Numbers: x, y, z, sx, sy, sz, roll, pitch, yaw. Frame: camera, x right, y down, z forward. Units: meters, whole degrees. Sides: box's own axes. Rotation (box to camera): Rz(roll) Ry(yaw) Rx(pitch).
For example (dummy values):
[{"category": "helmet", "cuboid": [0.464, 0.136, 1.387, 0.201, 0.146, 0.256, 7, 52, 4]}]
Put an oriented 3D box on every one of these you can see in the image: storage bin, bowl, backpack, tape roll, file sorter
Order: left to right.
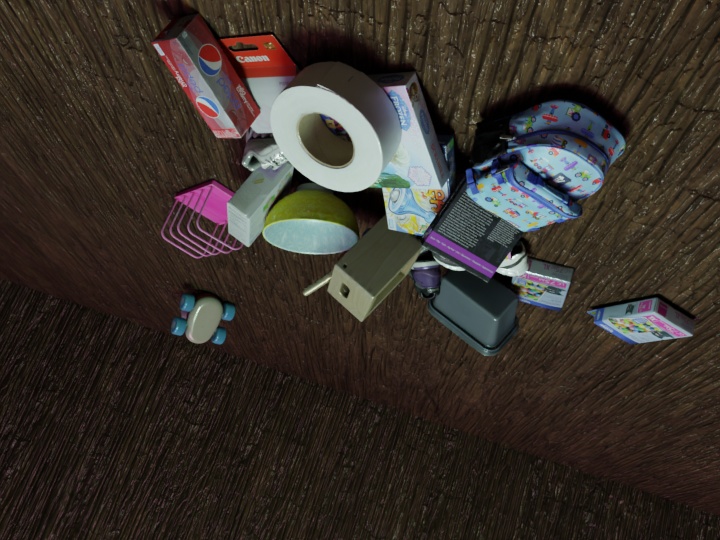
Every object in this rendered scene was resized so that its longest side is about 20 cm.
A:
[{"category": "file sorter", "cuboid": [-0.366, -0.113, 1.884, 0.139, 0.126, 0.200, 33, 156, -31]}, {"category": "bowl", "cuboid": [-0.099, -0.117, 1.629, 0.200, 0.108, 0.200, 2, 162, 1]}, {"category": "tape roll", "cuboid": [-0.039, -0.223, 1.232, 0.202, 0.071, 0.203, 22, 143, 18]}, {"category": "storage bin", "cuboid": [0.264, 0.064, 1.743, 0.200, 0.146, 0.134, 39, 156, 20]}, {"category": "backpack", "cuboid": [0.279, -0.158, 1.165, 0.182, 0.135, 0.200, 30, 155, -28]}]

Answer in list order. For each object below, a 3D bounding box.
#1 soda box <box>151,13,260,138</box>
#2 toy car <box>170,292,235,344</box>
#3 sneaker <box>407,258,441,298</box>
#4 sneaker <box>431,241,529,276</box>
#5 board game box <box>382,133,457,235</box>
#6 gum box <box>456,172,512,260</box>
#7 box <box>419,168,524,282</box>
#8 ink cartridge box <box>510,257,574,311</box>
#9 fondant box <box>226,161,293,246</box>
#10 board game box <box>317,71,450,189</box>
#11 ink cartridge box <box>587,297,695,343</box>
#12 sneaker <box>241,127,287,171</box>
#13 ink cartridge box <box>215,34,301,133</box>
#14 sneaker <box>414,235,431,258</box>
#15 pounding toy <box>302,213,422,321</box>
[{"category": "soda box", "cuboid": [-0.248, -0.313, 1.284, 0.063, 0.070, 0.200, 4, 141, 36]}, {"category": "toy car", "cuboid": [-0.567, 0.142, 2.750, 0.184, 0.177, 0.200, 16, -167, -31]}, {"category": "sneaker", "cuboid": [0.134, 0.019, 1.739, 0.076, 0.088, 0.200, -7, -178, -3]}, {"category": "sneaker", "cuboid": [0.243, -0.043, 1.598, 0.199, 0.074, 0.080, 5, 153, 13]}, {"category": "board game box", "cuboid": [0.102, -0.148, 1.367, 0.135, 0.034, 0.200, 13, 134, 28]}, {"category": "gum box", "cuboid": [0.230, -0.094, 1.466, 0.113, 0.066, 0.200, 13, 159, 19]}, {"category": "box", "cuboid": [0.213, -0.094, 1.329, 0.143, 0.200, 0.036, 28, -160, -17]}, {"category": "ink cartridge box", "cuboid": [0.387, 0.035, 1.701, 0.119, 0.042, 0.200, 15, 161, 13]}, {"category": "fondant box", "cuboid": [-0.205, -0.143, 1.605, 0.058, 0.144, 0.200, 37, 164, 1]}, {"category": "board game box", "cuboid": [0.026, -0.222, 1.279, 0.199, 0.041, 0.200, 5, 137, 34]}, {"category": "ink cartridge box", "cuboid": [0.594, 0.112, 1.685, 0.119, 0.042, 0.200, 28, 160, -21]}, {"category": "sneaker", "cuboid": [-0.143, -0.225, 1.459, 0.200, 0.081, 0.075, -1, 150, 41]}, {"category": "ink cartridge box", "cuboid": [-0.160, -0.305, 1.317, 0.162, 0.057, 0.200, 6, 161, 33]}, {"category": "sneaker", "cuboid": [0.122, -0.068, 1.655, 0.081, 0.074, 0.200, 11, 166, -15]}, {"category": "pounding toy", "cuboid": [0.000, 0.000, 1.605, 0.142, 0.184, 0.200, 42, 159, 8]}]
